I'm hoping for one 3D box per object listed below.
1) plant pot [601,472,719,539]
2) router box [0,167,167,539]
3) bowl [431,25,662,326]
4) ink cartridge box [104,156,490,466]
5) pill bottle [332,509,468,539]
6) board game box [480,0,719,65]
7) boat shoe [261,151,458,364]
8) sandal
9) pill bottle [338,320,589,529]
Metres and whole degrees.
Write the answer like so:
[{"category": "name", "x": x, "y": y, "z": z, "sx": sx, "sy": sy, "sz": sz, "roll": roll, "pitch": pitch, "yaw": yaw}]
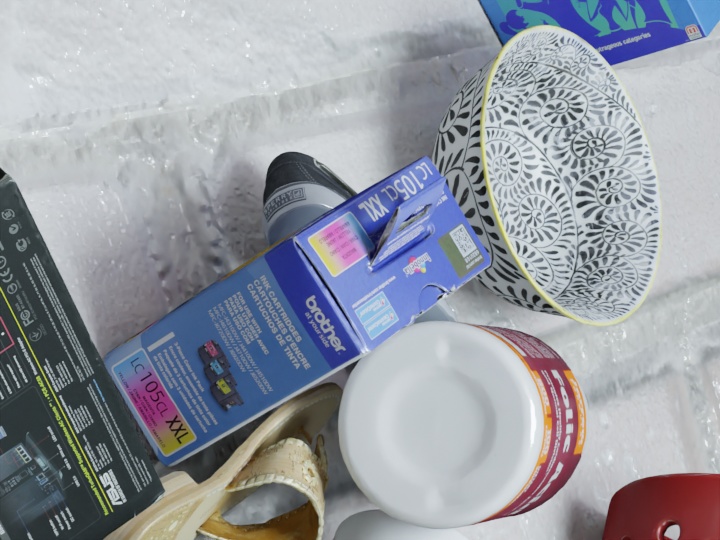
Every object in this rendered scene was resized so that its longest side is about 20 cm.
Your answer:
[{"category": "plant pot", "x": 0.245, "y": 0.248, "z": 1.547, "sx": 0.200, "sy": 0.200, "sz": 0.183, "roll": 35, "pitch": 61, "yaw": -39}, {"category": "router box", "x": -0.195, "y": 0.064, "z": 1.076, "sx": 0.150, "sy": 0.062, "sz": 0.200, "roll": -35, "pitch": 126, "yaw": -20}, {"category": "bowl", "x": 0.106, "y": -0.053, "z": 1.547, "sx": 0.201, "sy": 0.094, "sz": 0.201, "roll": 19, "pitch": 65, "yaw": -46}, {"category": "ink cartridge box", "x": -0.024, "y": 0.016, "z": 1.272, "sx": 0.136, "sy": 0.200, "sz": 0.076, "roll": -34, "pitch": 94, "yaw": -51}, {"category": "pill bottle", "x": 0.005, "y": 0.241, "z": 1.307, "sx": 0.120, "sy": 0.120, "sz": 0.200, "roll": 45, "pitch": 47, "yaw": -33}, {"category": "board game box", "x": 0.137, "y": -0.233, "z": 1.597, "sx": 0.200, "sy": 0.152, "sz": 0.045, "roll": 60, "pitch": 41, "yaw": -18}, {"category": "boat shoe", "x": 0.000, "y": 0.000, "z": 1.428, "sx": 0.200, "sy": 0.070, "sz": 0.066, "roll": 45, "pitch": 23, "yaw": -40}, {"category": "sandal", "x": -0.055, "y": 0.132, "z": 1.282, "sx": 0.070, "sy": 0.078, "sz": 0.212, "roll": 41, "pitch": 35, "yaw": 17}, {"category": "pill bottle", "x": 0.067, "y": 0.088, "z": 1.352, "sx": 0.200, "sy": 0.114, "sz": 0.114, "roll": 9, "pitch": 70, "yaw": -74}]
